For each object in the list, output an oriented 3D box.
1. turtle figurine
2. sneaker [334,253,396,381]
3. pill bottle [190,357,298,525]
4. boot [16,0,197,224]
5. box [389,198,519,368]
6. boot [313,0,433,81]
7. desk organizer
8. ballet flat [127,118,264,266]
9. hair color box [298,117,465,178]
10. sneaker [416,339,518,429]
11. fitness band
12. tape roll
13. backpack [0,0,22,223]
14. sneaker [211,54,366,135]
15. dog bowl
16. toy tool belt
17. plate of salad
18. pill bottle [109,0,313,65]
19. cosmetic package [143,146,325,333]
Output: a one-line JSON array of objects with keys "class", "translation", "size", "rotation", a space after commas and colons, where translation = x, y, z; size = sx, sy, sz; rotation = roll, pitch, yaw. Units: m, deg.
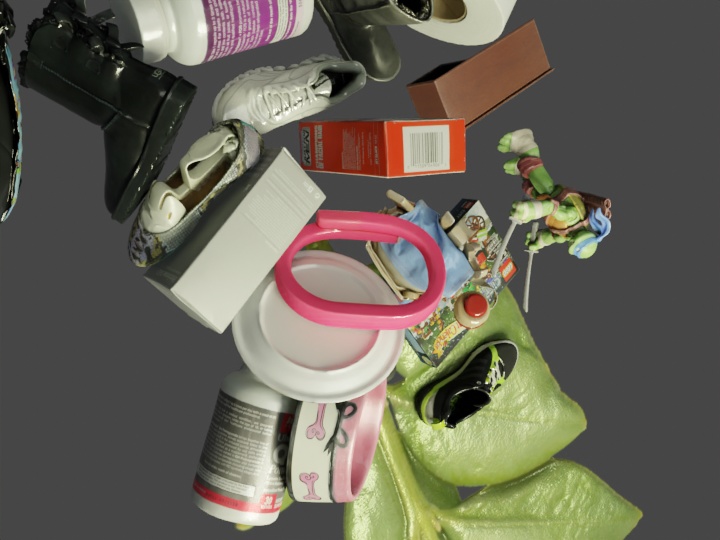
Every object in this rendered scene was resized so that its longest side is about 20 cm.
[{"class": "turtle figurine", "translation": [0.227, -0.080, 1.102], "size": [0.143, 0.200, 0.196], "rotation": [11, 50, -40]}, {"class": "sneaker", "translation": [0.012, 0.076, 1.016], "size": [0.075, 0.115, 0.202], "rotation": [-38, 116, -22]}, {"class": "pill bottle", "translation": [-0.124, 0.186, 0.949], "size": [0.110, 0.110, 0.203], "rotation": [16, 89, -33]}, {"class": "boot", "translation": [-0.269, -0.161, 0.809], "size": [0.161, 0.199, 0.074], "rotation": [31, 36, -8]}, {"class": "box", "translation": [0.126, 0.017, 1.127], "size": [0.200, 0.038, 0.137], "rotation": [-47, 119, -18]}, {"class": "boot", "translation": [0.029, -0.293, 0.916], "size": [0.182, 0.199, 0.073], "rotation": [43, 75, -30]}, {"class": "desk organizer", "translation": [0.164, -0.262, 1.087], "size": [0.199, 0.071, 0.078], "rotation": [-36, 112, -23]}, {"class": "ballet flat", "translation": [-0.191, -0.092, 0.866], "size": [0.200, 0.072, 0.072], "rotation": [-46, 119, -3]}, {"class": "hair color box", "translation": [0.020, -0.147, 0.934], "size": [0.110, 0.199, 0.065], "rotation": [-9, 102, -31]}, {"class": "sneaker", "translation": [0.172, 0.174, 1.155], "size": [0.199, 0.082, 0.072], "rotation": [-33, 114, -24]}, {"class": "fitness band", "translation": [0.000, 0.000, 0.917], "size": [0.197, 0.038, 0.145], "rotation": [3, 57, -8]}, {"class": "tape roll", "translation": [0.093, -0.356, 0.948], "size": [0.201, 0.202, 0.072], "rotation": [31, 82, -32]}, {"class": "backpack", "translation": [-0.370, -0.142, 0.706], "size": [0.133, 0.182, 0.203], "rotation": [-5, 113, -23]}, {"class": "sneaker", "translation": [-0.081, -0.207, 0.933], "size": [0.198, 0.081, 0.076], "rotation": [-28, 114, -25]}, {"class": "dog bowl", "translation": [-0.023, 0.187, 0.968], "size": [0.200, 0.073, 0.203], "rotation": [12, 90, -77]}, {"class": "toy tool belt", "translation": [0.097, -0.013, 1.010], "size": [0.200, 0.123, 0.125], "rotation": [44, 72, 5]}, {"class": "plate of salad", "translation": [-0.048, 0.064, 0.911], "size": [0.198, 0.201, 0.048], "rotation": [-26, 152, -27]}, {"class": "pill bottle", "translation": [-0.158, -0.285, 0.850], "size": [0.198, 0.112, 0.114], "rotation": [-25, 110, -28]}, {"class": "cosmetic package", "translation": [-0.143, -0.038, 0.905], "size": [0.090, 0.106, 0.201], "rotation": [48, 70, -28]}]
